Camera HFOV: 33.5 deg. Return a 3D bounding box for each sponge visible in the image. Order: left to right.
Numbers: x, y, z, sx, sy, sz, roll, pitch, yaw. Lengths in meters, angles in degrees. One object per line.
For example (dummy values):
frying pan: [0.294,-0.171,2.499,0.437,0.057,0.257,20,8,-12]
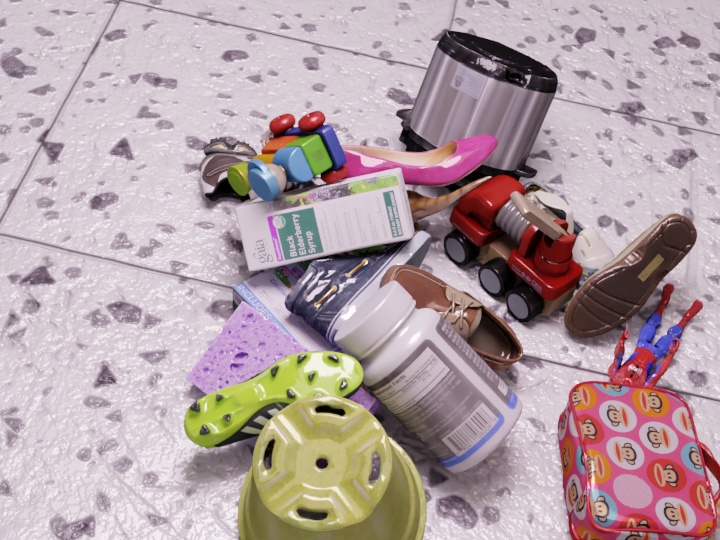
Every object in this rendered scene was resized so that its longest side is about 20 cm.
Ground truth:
sponge: [-0.087,0.135,1.338,0.200,0.030,0.112,35,82,19]

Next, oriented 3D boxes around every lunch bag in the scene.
lunch bag: [0.315,0.221,1.323,0.176,0.082,0.200,6,48,-5]

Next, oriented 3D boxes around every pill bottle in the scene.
pill bottle: [0.072,0.114,1.312,0.200,0.114,0.114,47,53,-6]

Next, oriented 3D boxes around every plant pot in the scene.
plant pot: [-0.032,0.214,1.174,0.200,0.184,0.201,0,64,1]

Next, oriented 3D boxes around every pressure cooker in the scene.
pressure cooker: [0.151,-0.202,1.601,0.178,0.200,0.176,10,23,-28]

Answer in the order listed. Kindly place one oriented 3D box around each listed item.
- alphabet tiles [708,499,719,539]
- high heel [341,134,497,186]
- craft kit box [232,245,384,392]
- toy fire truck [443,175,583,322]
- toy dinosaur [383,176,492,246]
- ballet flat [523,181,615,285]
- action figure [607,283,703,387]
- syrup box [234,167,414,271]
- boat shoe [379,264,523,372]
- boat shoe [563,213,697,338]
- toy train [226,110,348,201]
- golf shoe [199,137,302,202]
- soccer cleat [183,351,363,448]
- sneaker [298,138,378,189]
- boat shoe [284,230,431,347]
alphabet tiles: [0.342,0.305,1.313,0.199,0.006,0.167,17,49,5]
high heel: [0.068,-0.147,1.476,0.199,0.096,0.067,-23,22,2]
craft kit box: [-0.019,0.052,1.446,0.197,0.049,0.200,-30,60,-27]
toy fire truck: [0.191,-0.054,1.468,0.128,0.200,0.176,-30,60,-31]
toy dinosaur: [0.066,-0.076,1.505,0.060,0.200,0.107,18,83,-38]
ballet flat: [0.274,-0.044,1.563,0.074,0.074,0.200,-31,61,-31]
action figure: [0.360,0.078,1.456,0.065,0.099,0.200,30,54,16]
syrup box: [-0.041,-0.061,1.420,0.199,0.079,0.081,-11,10,7]
boat shoe: [0.111,0.052,1.388,0.200,0.072,0.076,32,69,-24]
boat shoe: [0.335,0.008,1.497,0.200,0.076,0.072,-40,97,5]
toy train: [-0.114,-0.129,1.445,0.116,0.085,0.200,-34,21,-27]
golf shoe: [-0.112,-0.117,1.561,0.199,0.078,0.095,0,52,4]
soccer cleat: [-0.092,0.140,1.283,0.199,0.081,0.068,-19,68,-2]
sneaker: [-0.051,-0.098,1.515,0.200,0.089,0.074,-34,20,-17]
boat shoe: [0.000,0.000,1.419,0.091,0.071,0.200,33,53,17]
